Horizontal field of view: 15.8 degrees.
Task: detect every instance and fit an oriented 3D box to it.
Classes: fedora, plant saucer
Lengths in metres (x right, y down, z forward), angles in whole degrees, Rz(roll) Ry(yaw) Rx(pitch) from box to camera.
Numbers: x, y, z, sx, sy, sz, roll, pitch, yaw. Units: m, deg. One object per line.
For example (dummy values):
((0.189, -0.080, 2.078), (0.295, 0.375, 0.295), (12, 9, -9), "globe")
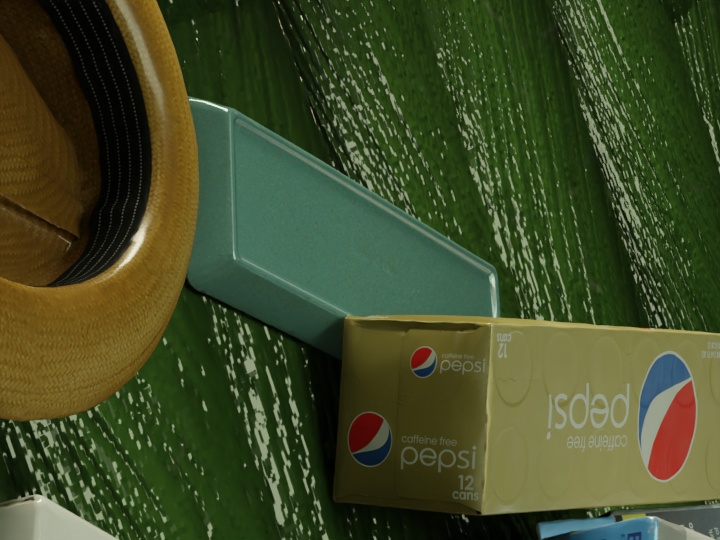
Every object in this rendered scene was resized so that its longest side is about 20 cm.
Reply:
((-0.127, -0.046, 0.674), (0.200, 0.081, 0.202), (31, 49, -44), "fedora")
((0.000, 0.000, 0.942), (0.200, 0.019, 0.070), (30, 52, -53), "plant saucer")

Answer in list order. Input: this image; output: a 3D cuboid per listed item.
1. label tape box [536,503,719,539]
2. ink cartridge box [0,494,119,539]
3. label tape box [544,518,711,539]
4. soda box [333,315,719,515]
((0.127, 0.169, 1.025), (0.199, 0.066, 0.144), (1, 75, -44), "label tape box")
((-0.062, 0.166, 0.679), (0.200, 0.084, 0.147), (38, 46, -47), "ink cartridge box")
((0.149, 0.187, 0.933), (0.199, 0.066, 0.144), (22, 63, -31), "label tape box")
((0.071, 0.053, 0.966), (0.199, 0.064, 0.068), (5, 88, -57), "soda box")
